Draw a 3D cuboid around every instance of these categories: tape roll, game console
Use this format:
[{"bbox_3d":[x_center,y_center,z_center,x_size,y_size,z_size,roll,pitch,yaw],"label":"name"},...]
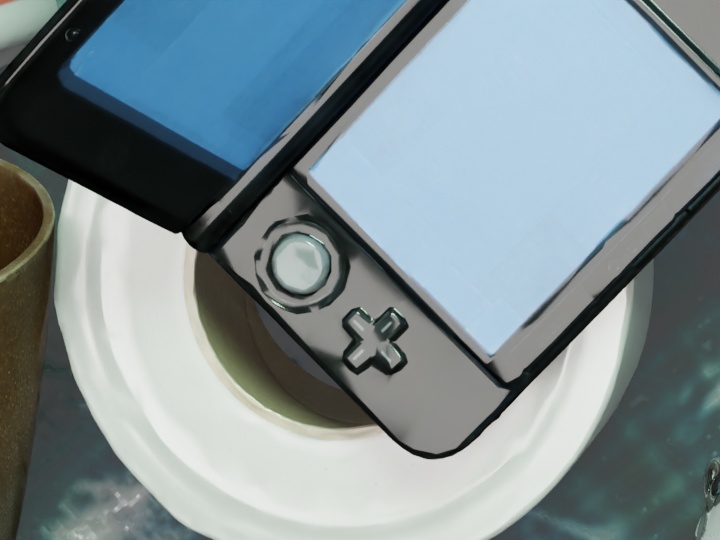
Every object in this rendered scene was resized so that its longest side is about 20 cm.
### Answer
[{"bbox_3d":[0.000,0.000,1.030,0.201,0.071,0.203,2,97,13],"label":"tape roll"},{"bbox_3d":[0.020,-0.059,0.921,0.176,0.116,0.200,45,103,5],"label":"game console"}]

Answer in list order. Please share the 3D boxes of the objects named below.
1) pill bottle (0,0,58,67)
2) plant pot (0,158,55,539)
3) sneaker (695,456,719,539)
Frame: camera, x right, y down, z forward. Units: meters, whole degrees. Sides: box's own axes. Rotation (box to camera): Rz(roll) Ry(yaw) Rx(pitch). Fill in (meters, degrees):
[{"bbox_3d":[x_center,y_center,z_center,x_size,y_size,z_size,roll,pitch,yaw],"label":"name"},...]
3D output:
[{"bbox_3d":[-0.192,-0.152,1.031,0.115,0.116,0.201,-23,91,15],"label":"pill bottle"},{"bbox_3d":[-0.193,0.079,1.044,0.186,0.187,0.201,4,113,13],"label":"plant pot"},{"bbox_3d":[0.201,0.111,0.994,0.199,0.078,0.141,11,101,11],"label":"sneaker"}]
